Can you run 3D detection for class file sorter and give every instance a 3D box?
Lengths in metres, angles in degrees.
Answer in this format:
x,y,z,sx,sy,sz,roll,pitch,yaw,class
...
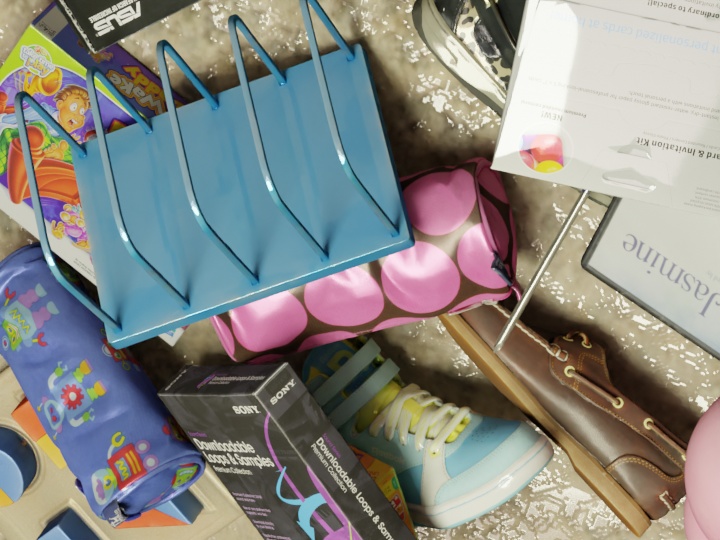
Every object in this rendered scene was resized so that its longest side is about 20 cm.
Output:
x,y,z,sx,sy,sz,roll,pitch,yaw,class
-0.090,-0.064,1.538,0.199,0.140,0.123,-19,156,10,file sorter

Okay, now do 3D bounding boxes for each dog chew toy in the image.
x,y,z,sx,sy,sz,roll,pitch,yaw,class
0.254,0.147,1.583,0.124,0.125,0.200,22,152,9,dog chew toy

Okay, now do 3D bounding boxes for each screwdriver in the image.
x,y,z,sx,sy,sz,roll,pitch,yaw,class
0.127,-0.034,1.501,0.028,0.029,0.201,43,120,35,screwdriver

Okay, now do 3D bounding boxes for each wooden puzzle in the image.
x,y,z,sx,sy,sz,roll,pitch,yaw,class
-0.204,0.151,1.827,0.200,0.046,0.185,-35,102,34,wooden puzzle

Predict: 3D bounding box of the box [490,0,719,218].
x,y,z,sx,sy,sz,roll,pitch,yaw,class
0.165,-0.135,1.382,0.155,0.041,0.201,12,115,4,box

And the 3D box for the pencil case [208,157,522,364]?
x,y,z,sx,sy,sz,roll,pitch,yaw,class
0.000,0.000,1.602,0.199,0.091,0.094,-14,117,14,pencil case

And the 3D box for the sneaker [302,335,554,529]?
x,y,z,sx,sy,sz,roll,pitch,yaw,class
0.028,0.096,1.654,0.199,0.079,0.131,-16,110,51,sneaker

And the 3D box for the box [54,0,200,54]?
x,y,z,sx,sy,sz,roll,pitch,yaw,class
-0.116,-0.248,1.532,0.199,0.086,0.164,-21,110,31,box

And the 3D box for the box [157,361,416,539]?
x,y,z,sx,sy,sz,roll,pitch,yaw,class
-0.034,0.145,1.632,0.201,0.036,0.143,56,154,-15,box

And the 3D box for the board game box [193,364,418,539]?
x,y,z,sx,sy,sz,roll,pitch,yaw,class
-0.042,0.133,1.701,0.200,0.030,0.096,28,147,43,board game box

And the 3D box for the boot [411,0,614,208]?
x,y,z,sx,sy,sz,roll,pitch,yaw,class
0.148,-0.136,1.500,0.203,0.074,0.154,40,123,-5,boot

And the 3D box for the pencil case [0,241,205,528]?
x,y,z,sx,sy,sz,roll,pitch,yaw,class
-0.185,0.079,1.713,0.087,0.078,0.200,-42,70,18,pencil case

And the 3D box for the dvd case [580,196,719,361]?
x,y,z,sx,sy,sz,roll,pitch,yaw,class
0.221,-0.040,1.460,0.142,0.018,0.201,34,127,13,dvd case

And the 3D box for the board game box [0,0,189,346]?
x,y,z,sx,sy,sz,roll,pitch,yaw,class
-0.160,-0.063,1.684,0.200,0.045,0.135,38,125,-3,board game box

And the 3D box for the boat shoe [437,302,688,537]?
x,y,z,sx,sy,sz,roll,pitch,yaw,class
0.133,0.075,1.636,0.070,0.070,0.200,-44,89,-1,boat shoe
